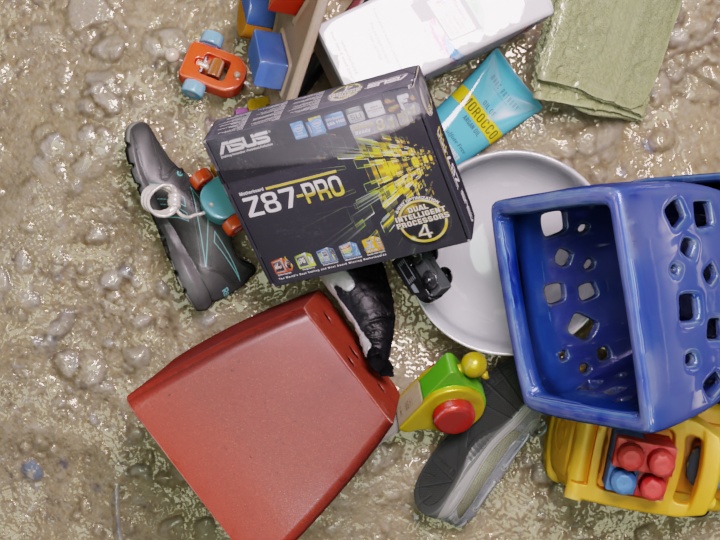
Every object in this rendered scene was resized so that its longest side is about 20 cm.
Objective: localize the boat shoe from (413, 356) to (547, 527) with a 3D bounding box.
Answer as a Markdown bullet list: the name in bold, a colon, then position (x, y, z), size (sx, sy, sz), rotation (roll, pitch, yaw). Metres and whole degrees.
- **boat shoe**: position (0.135, 0.171, 1.204), size (0.065, 0.074, 0.202), rotation (30, 96, -34)

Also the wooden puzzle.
- **wooden puzzle**: position (-0.075, -0.242, 1.079), size (0.046, 0.186, 0.200), rotation (2, 132, -17)

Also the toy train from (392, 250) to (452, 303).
- **toy train**: position (0.023, -0.054, 1.136), size (0.046, 0.034, 0.200), rotation (-48, 64, 38)

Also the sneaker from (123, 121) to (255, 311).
- **sneaker**: position (-0.175, -0.062, 1.206), size (0.079, 0.075, 0.201), rotation (-25, 100, -7)

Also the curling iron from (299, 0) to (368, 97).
- **curling iron**: position (-0.031, -0.237, 1.186), size (0.049, 0.026, 0.200), rotation (22, 109, -29)

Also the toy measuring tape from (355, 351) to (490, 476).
- **toy measuring tape**: position (0.068, 0.150, 1.197), size (0.074, 0.074, 0.200), rotation (40, 121, -1)

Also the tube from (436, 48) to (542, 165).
- **tube**: position (0.081, -0.127, 1.185), size (0.200, 0.050, 0.077), rotation (-40, 115, 4)

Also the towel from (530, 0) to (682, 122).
- **towel**: position (0.238, -0.247, 1.133), size (0.148, 0.036, 0.201), rotation (9, 100, -31)

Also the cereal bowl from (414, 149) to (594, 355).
- **cereal bowl**: position (0.145, -0.020, 1.170), size (0.199, 0.083, 0.201), rotation (0, 96, 4)

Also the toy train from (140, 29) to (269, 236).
- **toy train**: position (-0.138, -0.128, 1.177), size (0.150, 0.056, 0.201), rotation (15, 74, -3)

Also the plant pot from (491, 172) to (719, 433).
- **plant pot**: position (0.247, 0.015, 1.030), size (0.179, 0.200, 0.201), rotation (-14, 96, -23)

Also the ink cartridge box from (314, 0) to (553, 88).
- **ink cartridge box**: position (0.062, -0.224, 1.110), size (0.200, 0.145, 0.084), rotation (-26, 95, -2)

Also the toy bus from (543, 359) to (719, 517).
- **toy bus**: position (0.284, 0.173, 1.128), size (0.199, 0.192, 0.136), rotation (11, 95, 2)

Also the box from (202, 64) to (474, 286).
- **box**: position (-0.016, -0.080, 1.055), size (0.199, 0.049, 0.162), rotation (-12, 119, 19)

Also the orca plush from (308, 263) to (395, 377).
- **orca plush**: position (0.000, 0.000, 1.150), size (0.105, 0.200, 0.071), rotation (22, 128, -36)

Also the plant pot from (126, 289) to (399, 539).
- **plant pot**: position (-0.073, 0.129, 1.142), size (0.176, 0.200, 0.200), rotation (-37, 92, 9)
